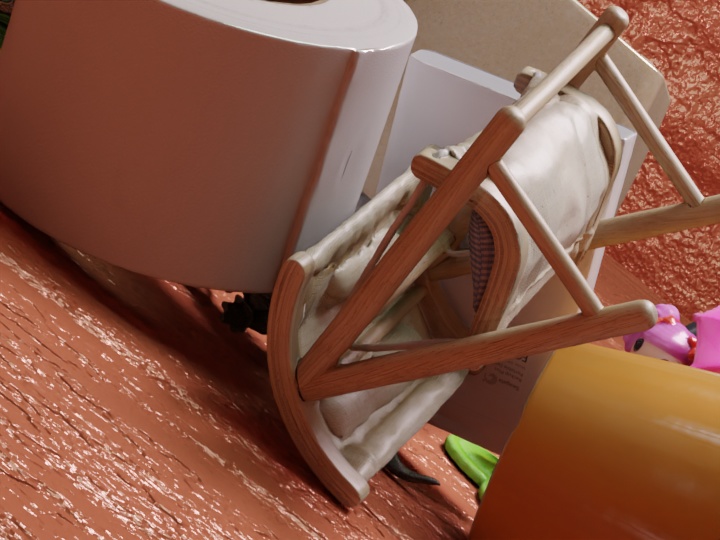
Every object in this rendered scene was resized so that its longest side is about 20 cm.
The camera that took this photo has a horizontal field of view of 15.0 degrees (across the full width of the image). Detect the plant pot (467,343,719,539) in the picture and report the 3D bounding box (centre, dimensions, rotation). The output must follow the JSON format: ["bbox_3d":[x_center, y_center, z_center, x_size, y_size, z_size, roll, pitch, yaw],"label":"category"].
[{"bbox_3d":[0.162,0.130,1.424,0.183,0.200,0.200,24,6,8],"label":"plant pot"}]

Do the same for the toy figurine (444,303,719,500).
[{"bbox_3d":[0.169,0.092,1.605,0.150,0.184,0.200,31,11,-47],"label":"toy figurine"}]

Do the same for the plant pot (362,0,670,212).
[{"bbox_3d":[0.087,-0.094,1.741,0.200,0.177,0.200,41,3,9],"label":"plant pot"}]

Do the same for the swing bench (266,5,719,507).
[{"bbox_3d":[0.062,-0.008,1.372,0.130,0.200,0.199,55,28,-4],"label":"swing bench"}]

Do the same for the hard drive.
[{"bbox_3d":[0.065,-0.006,1.507,0.132,0.200,0.027,23,26,21],"label":"hard drive"}]

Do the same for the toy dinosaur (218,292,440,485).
[{"bbox_3d":[-0.014,0.031,1.500,0.200,0.077,0.102,38,14,10],"label":"toy dinosaur"}]

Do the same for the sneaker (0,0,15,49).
[{"bbox_3d":[-0.231,-0.179,1.644,0.200,0.085,0.078,36,8,-23],"label":"sneaker"}]

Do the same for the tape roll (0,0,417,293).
[{"bbox_3d":[-0.085,-0.095,1.408,0.203,0.139,0.203,17,20,-6],"label":"tape roll"}]

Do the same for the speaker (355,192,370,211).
[{"bbox_3d":[0.000,0.000,1.718,0.200,0.081,0.081,42,8,20],"label":"speaker"}]

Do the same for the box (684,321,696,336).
[{"bbox_3d":[0.267,0.126,1.855,0.200,0.079,0.141,65,-13,2],"label":"box"}]
